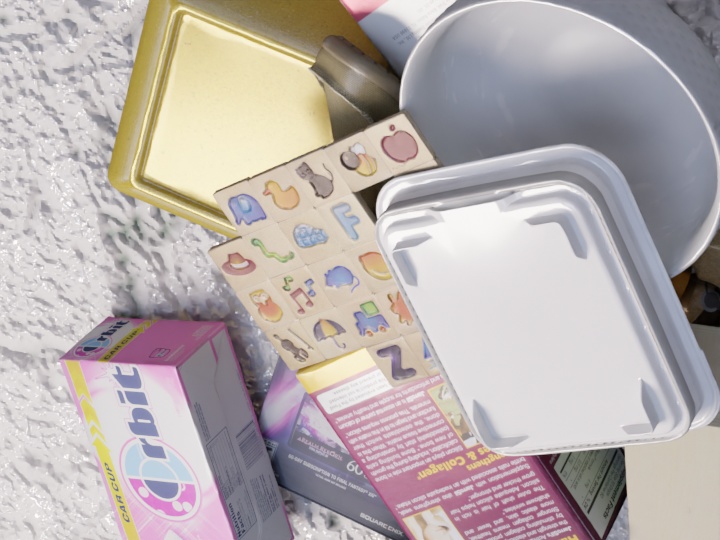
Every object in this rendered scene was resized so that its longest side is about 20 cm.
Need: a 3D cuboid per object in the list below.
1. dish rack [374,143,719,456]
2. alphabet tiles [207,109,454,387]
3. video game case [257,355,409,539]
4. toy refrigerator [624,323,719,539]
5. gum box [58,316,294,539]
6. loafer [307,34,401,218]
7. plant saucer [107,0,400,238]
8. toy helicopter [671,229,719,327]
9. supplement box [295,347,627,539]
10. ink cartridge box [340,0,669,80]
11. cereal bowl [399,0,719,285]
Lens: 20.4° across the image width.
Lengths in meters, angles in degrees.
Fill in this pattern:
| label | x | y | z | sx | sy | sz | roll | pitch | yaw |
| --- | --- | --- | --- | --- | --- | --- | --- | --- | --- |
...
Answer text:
| label | x | y | z | sx | sy | sz | roll | pitch | yaw |
| --- | --- | --- | --- | --- | --- | --- | --- | --- | --- |
| dish rack | 0.101 | 0.030 | 1.164 | 0.171 | 0.044 | 0.201 | -9 | 118 | 37 |
| alphabet tiles | 0.000 | 0.000 | 1.236 | 0.199 | 0.008 | 0.168 | -19 | 113 | 41 |
| video game case | 0.004 | 0.095 | 1.446 | 0.142 | 0.019 | 0.201 | 24 | 124 | 8 |
| toy refrigerator | 0.206 | 0.123 | 1.293 | 0.069 | 0.076 | 0.201 | 7 | 143 | 16 |
| gum box | -0.132 | 0.138 | 1.481 | 0.113 | 0.066 | 0.201 | 1 | 119 | 35 |
| loafer | 0.015 | -0.066 | 1.271 | 0.076 | 0.067 | 0.200 | 40 | 168 | 45 |
| plant saucer | -0.071 | -0.099 | 1.340 | 0.199 | 0.048 | 0.201 | 22 | 119 | 9 |
| toy helicopter | 0.223 | 0.054 | 1.316 | 0.131 | 0.079 | 0.201 | 4 | 130 | 9 |
| supplement box | 0.074 | 0.102 | 1.345 | 0.130 | 0.103 | 0.201 | -24 | 106 | 34 |
| ink cartridge box | 0.095 | -0.157 | 1.230 | 0.145 | 0.084 | 0.200 | -31 | 103 | 33 |
| cereal bowl | 0.127 | -0.089 | 1.143 | 0.199 | 0.083 | 0.201 | 20 | 134 | 22 |
